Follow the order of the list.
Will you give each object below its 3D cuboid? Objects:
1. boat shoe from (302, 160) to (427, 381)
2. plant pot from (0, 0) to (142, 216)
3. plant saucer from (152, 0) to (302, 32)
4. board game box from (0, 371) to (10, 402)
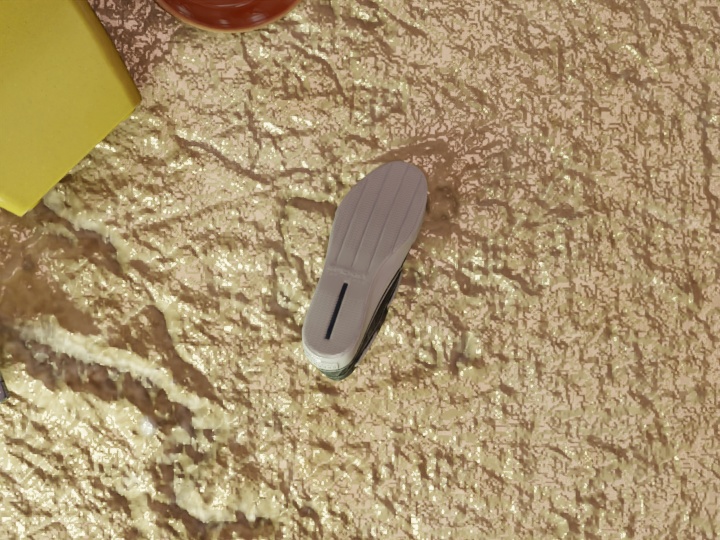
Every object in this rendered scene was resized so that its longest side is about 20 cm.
[{"bbox_3d":[0.000,0.000,1.248,0.072,0.071,0.201,22,69,12],"label":"boat shoe"},{"bbox_3d":[-0.286,-0.158,1.188,0.200,0.200,0.176,-44,101,-1],"label":"plant pot"},{"bbox_3d":[-0.113,-0.303,1.225,0.199,0.032,0.202,-9,109,-28],"label":"plant saucer"},{"bbox_3d":[-0.405,0.098,1.242,0.199,0.062,0.201,-21,91,-1],"label":"board game box"}]
